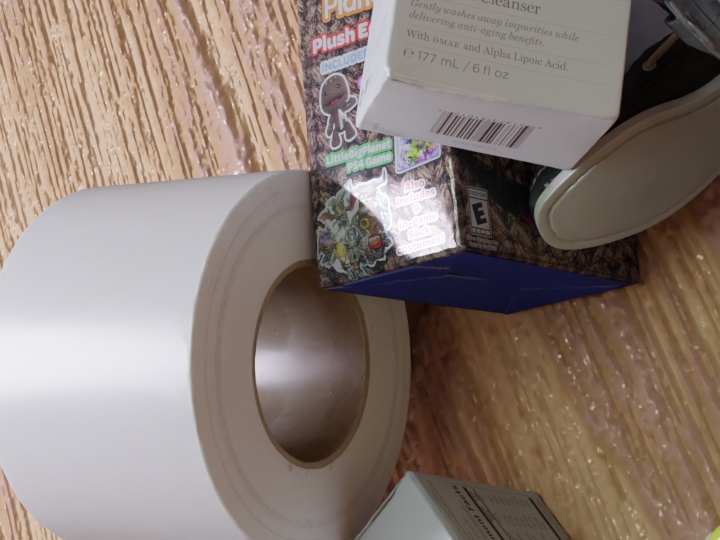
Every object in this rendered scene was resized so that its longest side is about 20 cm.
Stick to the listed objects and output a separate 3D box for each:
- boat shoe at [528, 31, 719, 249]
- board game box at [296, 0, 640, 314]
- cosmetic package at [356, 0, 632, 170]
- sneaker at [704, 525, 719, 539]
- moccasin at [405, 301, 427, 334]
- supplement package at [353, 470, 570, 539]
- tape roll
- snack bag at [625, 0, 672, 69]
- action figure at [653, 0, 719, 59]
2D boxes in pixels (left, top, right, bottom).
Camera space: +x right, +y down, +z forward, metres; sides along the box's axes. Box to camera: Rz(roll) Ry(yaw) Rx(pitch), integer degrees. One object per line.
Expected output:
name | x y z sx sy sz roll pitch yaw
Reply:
boat shoe | 0.161 -0.087 0.866 0.200 0.074 0.060 -37 50 0
board game box | 0.057 -0.088 0.924 0.097 0.159 0.201 -15 74 40
cosmetic package | 0.069 -0.159 0.812 0.081 0.112 0.201 128 150 -73
sneaker | 0.224 0.105 0.799 0.105 0.076 0.201 24 104 33
moccasin | -0.001 -0.001 1.029 0.074 0.078 0.202 35 103 44
supplement package | 0.039 0.234 0.903 0.200 0.111 0.156 -53 49 20
tape roll | -0.081 0.050 0.922 0.139 0.202 0.204 -4 76 32
snack bag | 0.161 -0.209 0.972 0.188 0.021 0.201 -31 62 35
action figure | 0.210 -0.075 0.799 0.130 0.200 0.069 -43 10 -3
